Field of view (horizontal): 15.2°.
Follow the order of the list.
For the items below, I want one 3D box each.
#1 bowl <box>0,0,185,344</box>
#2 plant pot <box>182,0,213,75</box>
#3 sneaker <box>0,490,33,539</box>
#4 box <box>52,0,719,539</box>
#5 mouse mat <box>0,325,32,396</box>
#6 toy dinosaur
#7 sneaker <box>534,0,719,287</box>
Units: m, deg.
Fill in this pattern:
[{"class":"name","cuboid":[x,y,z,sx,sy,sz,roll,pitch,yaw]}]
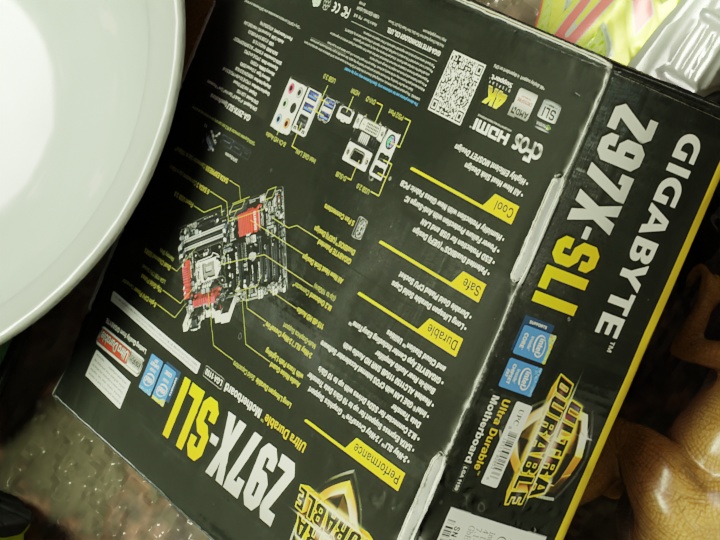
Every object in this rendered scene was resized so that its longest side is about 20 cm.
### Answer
[{"class":"bowl","cuboid":[-0.141,-0.057,0.808,0.199,0.090,0.203,-1,80,9]},{"class":"plant pot","cuboid":[-0.084,-0.109,0.890,0.199,0.027,0.201,-11,66,27]},{"class":"sneaker","cuboid":[-0.194,0.089,0.857,0.199,0.074,0.082,13,87,38]},{"class":"box","cuboid":[0.000,0.000,0.732,0.200,0.049,0.161,31,102,56]},{"class":"mouse mat","cuboid":[-0.140,-0.058,0.884,0.160,0.008,0.201,21,83,34]},{"class":"toy dinosaur","cuboid":[0.082,0.065,0.709,0.106,0.060,0.201,26,86,33]},{"class":"sneaker","cuboid":[0.094,-0.089,0.750,0.200,0.078,0.090,-52,53,4]}]
